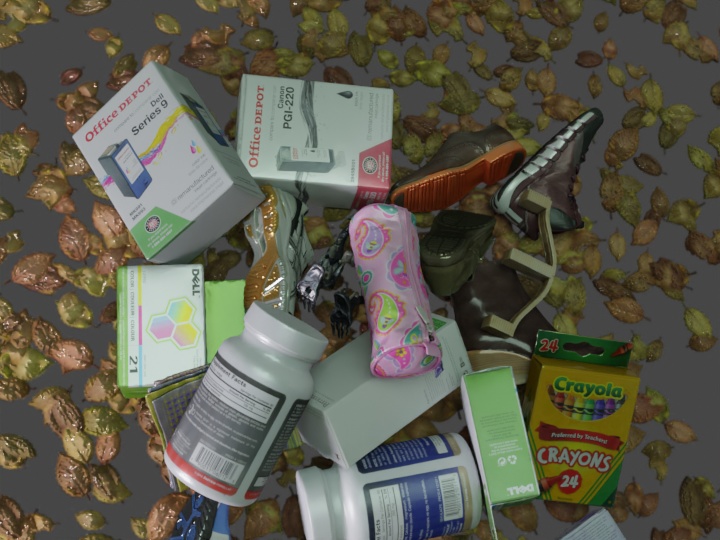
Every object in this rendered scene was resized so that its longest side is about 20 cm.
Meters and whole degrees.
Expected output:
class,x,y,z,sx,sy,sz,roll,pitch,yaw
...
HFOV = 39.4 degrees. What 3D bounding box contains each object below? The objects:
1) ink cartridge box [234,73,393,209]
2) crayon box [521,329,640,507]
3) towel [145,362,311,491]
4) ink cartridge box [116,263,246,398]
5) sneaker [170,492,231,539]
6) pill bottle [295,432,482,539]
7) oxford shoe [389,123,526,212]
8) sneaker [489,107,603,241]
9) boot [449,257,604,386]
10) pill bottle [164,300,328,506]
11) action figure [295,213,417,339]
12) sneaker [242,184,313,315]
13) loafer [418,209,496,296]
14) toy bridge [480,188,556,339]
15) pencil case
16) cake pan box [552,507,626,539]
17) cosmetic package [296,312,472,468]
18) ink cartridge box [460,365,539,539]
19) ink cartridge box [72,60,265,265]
class,x,y,z,sx,sy,sz,roll,pitch,yaw
ink cartridge box,-0.062,-0.163,1.294,0.199,0.085,0.146,4,73,-6
crayon box,0.259,0.180,1.217,0.126,0.051,0.201,7,101,-6
towel,-0.143,0.169,1.174,0.199,0.023,0.144,-16,112,-21
ink cartridge box,-0.188,0.070,1.209,0.199,0.076,0.149,-2,74,-8
sneaker,-0.175,0.341,1.145,0.077,0.076,0.201,21,68,-30
pill bottle,0.031,0.261,1.168,0.199,0.116,0.116,-8,75,-11
oxford shoe,0.118,-0.137,1.332,0.199,0.071,0.073,-22,59,-19
sneaker,0.276,-0.117,1.347,0.200,0.076,0.116,-43,89,-7
boot,0.214,0.060,1.277,0.199,0.072,0.167,-11,78,-8
pill bottle,-0.121,0.143,1.097,0.116,0.116,0.201,28,92,0
action figure,0.000,0.000,1.249,0.119,0.102,0.200,32,41,15
sneaker,-0.091,-0.004,1.231,0.087,0.075,0.201,14,71,-49
loafer,0.117,-0.025,1.256,0.076,0.200,0.068,13,113,22
toy bridge,0.211,-0.006,1.261,0.067,0.027,0.201,25,69,-12
pencil case,0.040,0.023,1.128,0.087,0.088,0.201,-4,58,-10
cake pan box,0.268,0.411,1.197,0.200,0.052,0.185,-32,83,-16
cosmetic package,0.021,0.133,1.183,0.200,0.107,0.085,-32,115,-27
ink cartridge box,0.163,0.219,1.147,0.059,0.104,0.201,-11,72,1
ink cartridge box,-0.232,-0.126,1.212,0.145,0.087,0.200,-38,70,13
